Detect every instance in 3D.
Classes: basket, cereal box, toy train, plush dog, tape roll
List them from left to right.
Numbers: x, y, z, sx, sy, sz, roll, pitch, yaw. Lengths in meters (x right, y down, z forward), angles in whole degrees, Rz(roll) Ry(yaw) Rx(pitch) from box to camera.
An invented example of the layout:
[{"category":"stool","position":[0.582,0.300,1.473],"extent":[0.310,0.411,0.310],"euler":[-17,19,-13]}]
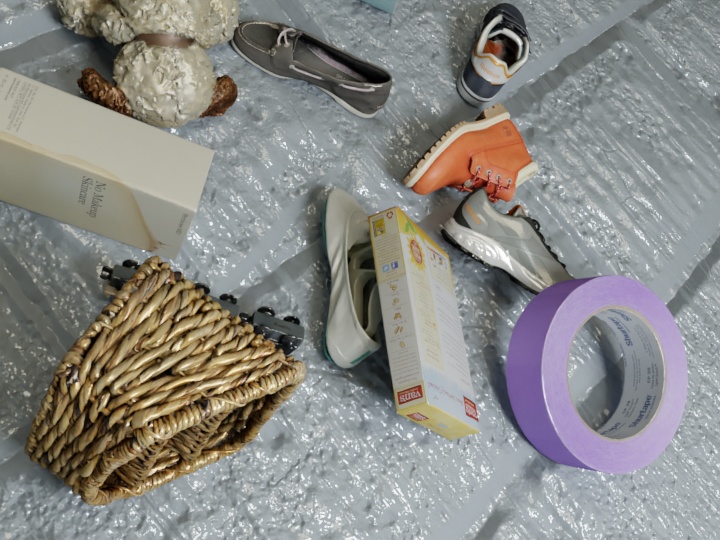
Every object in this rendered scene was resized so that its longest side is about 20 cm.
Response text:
[{"category":"basket","position":[-0.153,0.117,0.617],"extent":[0.148,0.200,0.144],"euler":[36,53,-4]},{"category":"plush dog","position":[-0.200,-0.234,0.831],"extent":[0.196,0.160,0.176],"euler":[-5,93,-26]},{"category":"toy train","position":[-0.147,0.038,0.759],"extent":[0.197,0.046,0.035],"euler":[21,45,-18]},{"category":"cereal box","position":[0.064,0.055,0.811],"extent":[0.144,0.039,0.204],"euler":[38,40,-56]},{"category":"tape roll","position":[0.254,0.109,0.866],"extent":[0.196,0.065,0.205],"euler":[3,83,-25]}]

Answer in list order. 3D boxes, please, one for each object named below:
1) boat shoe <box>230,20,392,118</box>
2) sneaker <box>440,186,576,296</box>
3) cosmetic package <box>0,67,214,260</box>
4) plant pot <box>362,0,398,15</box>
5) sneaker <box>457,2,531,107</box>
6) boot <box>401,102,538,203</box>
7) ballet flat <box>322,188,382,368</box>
[{"category":"boat shoe","position":[-0.053,-0.249,0.949],"extent":[0.197,0.057,0.068],"euler":[24,56,-13]},{"category":"sneaker","position":[0.190,-0.021,0.923],"extent":[0.198,0.074,0.080],"euler":[31,93,-10]},{"category":"cosmetic package","position":[-0.244,-0.092,0.744],"extent":[0.196,0.104,0.074],"euler":[20,58,-14]},{"category":"plant pot","position":[-0.014,-0.486,1.022],"extent":[0.196,0.197,0.200],"euler":[14,58,-6]},{"category":"sneaker","position":[0.194,-0.308,1.092],"extent":[0.077,0.080,0.202],"euler":[29,54,-8]},{"category":"boot","position":[0.136,-0.121,0.969],"extent":[0.198,0.075,0.108],"euler":[-31,85,-36]},{"category":"ballet flat","position":[0.000,0.000,0.834],"extent":[0.068,0.069,0.204],"euler":[11,61,-20]}]
